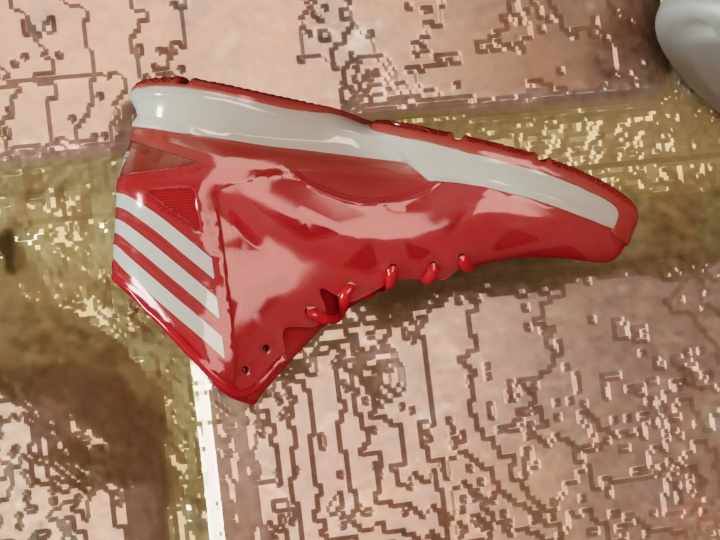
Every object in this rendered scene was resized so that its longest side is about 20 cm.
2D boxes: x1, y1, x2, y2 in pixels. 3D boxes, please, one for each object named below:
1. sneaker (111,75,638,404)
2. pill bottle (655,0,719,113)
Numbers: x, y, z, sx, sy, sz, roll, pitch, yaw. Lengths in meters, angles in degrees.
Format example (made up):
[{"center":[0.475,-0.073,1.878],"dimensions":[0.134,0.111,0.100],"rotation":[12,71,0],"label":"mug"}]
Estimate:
[{"center":[0.000,0.000,0.905],"dimensions":[0.199,0.078,0.116],"rotation":[12,91,1],"label":"sneaker"},{"center":[0.213,-0.149,0.939],"dimensions":[0.112,0.112,0.200],"rotation":[35,78,-8],"label":"pill bottle"}]
